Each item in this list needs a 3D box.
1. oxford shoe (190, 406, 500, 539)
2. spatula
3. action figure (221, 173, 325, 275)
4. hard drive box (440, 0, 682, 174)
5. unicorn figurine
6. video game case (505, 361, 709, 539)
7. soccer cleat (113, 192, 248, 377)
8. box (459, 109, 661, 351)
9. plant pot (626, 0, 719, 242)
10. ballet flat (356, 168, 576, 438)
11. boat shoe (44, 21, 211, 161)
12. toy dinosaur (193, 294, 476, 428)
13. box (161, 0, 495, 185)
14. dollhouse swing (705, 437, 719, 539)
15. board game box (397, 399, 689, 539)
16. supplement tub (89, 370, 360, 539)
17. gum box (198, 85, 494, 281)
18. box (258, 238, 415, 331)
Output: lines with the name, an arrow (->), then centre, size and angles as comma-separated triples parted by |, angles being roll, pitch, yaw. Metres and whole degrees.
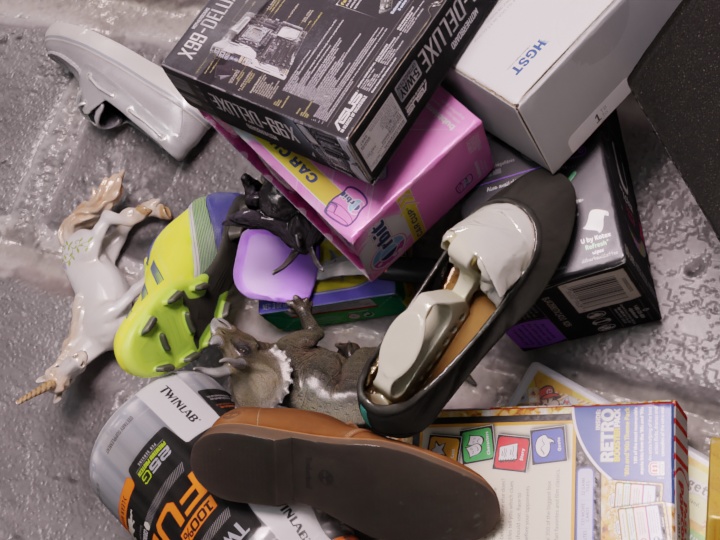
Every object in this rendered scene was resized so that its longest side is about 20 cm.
oxford shoe -> -0.004, 0.122, 0.833 | 0.199, 0.071, 0.072 | 14, 115, 8
spatula -> 0.000, 0.000, 0.940 | 0.199, 0.021, 0.057 | 3, 68, 22
action figure -> -0.036, -0.081, 0.943 | 0.118, 0.102, 0.201 | -6, 70, 15
hard drive box -> 0.099, -0.182, 0.845 | 0.156, 0.077, 0.200 | -46, 51, -5
unicorn figurine -> -0.209, 0.021, 1.056 | 0.137, 0.074, 0.201 | -29, 45, 12
video game case -> 0.151, 0.183, 0.850 | 0.200, 0.023, 0.183 | 29, 84, 31
soccer cleat -> -0.140, 0.011, 0.978 | 0.083, 0.065, 0.200 | -1, 37, 27
box -> 0.131, -0.062, 0.898 | 0.106, 0.122, 0.201 | -16, 65, 18
plant pot -> 0.280, -0.093, 0.757 | 0.177, 0.200, 0.200 | -35, 60, 20
ballet flat -> 0.065, 0.017, 0.788 | 0.068, 0.068, 0.201 | 32, 88, 29
boat shoe -> -0.214, -0.155, 1.128 | 0.199, 0.072, 0.069 | 30, 83, 21
toy dinosaur -> -0.020, 0.080, 0.926 | 0.199, 0.077, 0.103 | 19, 42, -7
box -> -0.007, -0.169, 0.803 | 0.157, 0.050, 0.200 | 24, 74, 32
dollhouse swing -> 0.308, 0.157, 0.767 | 0.199, 0.176, 0.183 | 2, 110, 14
board game box -> 0.110, 0.166, 0.835 | 0.199, 0.046, 0.152 | -4, 68, 23
supplement tub -> -0.089, 0.173, 0.904 | 0.200, 0.123, 0.123 | 37, 88, 31
gum box -> -0.022, -0.105, 0.856 | 0.113, 0.066, 0.200 | -42, 64, -6
box -> -0.019, -0.060, 1.010 | 0.117, 0.048, 0.201 | -10, 65, 20
